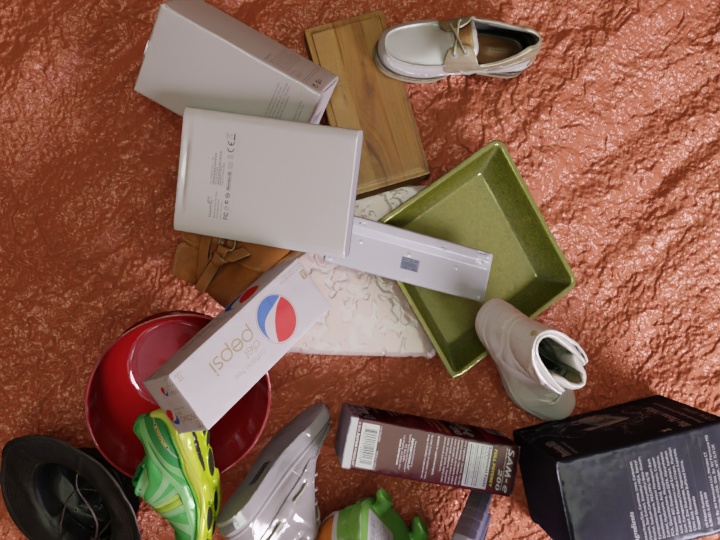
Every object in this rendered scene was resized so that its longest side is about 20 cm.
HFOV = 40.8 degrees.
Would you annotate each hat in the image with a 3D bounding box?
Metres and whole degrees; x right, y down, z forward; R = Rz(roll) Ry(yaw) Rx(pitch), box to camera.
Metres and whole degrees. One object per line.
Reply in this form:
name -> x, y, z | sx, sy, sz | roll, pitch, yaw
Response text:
hat -> -0.307, 0.246, 1.087 | 0.197, 0.081, 0.204 | 13, 122, 22

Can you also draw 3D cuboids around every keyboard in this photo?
keyboard -> 0.056, -0.015, 1.072 | 0.196, 0.011, 0.057 | 14, 90, -18

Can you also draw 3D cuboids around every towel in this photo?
towel -> 0.000, 0.000, 1.144 | 0.187, 0.032, 0.205 | 1, 90, -4

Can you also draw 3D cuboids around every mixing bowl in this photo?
mixing bowl -> -0.205, 0.125, 1.077 | 0.196, 0.108, 0.204 | -5, 109, -14

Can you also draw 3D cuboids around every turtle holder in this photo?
turtle holder -> 0.012, 0.346, 1.111 | 0.130, 0.185, 0.143 | -28, 58, 20

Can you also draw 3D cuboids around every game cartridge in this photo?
game cartridge -> 0.109, 0.357, 1.090 | 0.038, 0.129, 0.204 | 17, 107, 17

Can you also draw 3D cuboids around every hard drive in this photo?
hard drive -> -0.101, -0.095, 1.034 | 0.196, 0.026, 0.135 | 9, 99, 13

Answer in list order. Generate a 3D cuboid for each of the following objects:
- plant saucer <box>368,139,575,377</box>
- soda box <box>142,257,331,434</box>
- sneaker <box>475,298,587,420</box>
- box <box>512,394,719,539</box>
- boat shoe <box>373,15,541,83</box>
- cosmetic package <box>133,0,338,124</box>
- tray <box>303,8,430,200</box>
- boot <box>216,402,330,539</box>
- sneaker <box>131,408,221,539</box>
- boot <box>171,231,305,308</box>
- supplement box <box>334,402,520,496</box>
plant saucer -> 0.126, -0.015, 1.126 | 0.198, 0.048, 0.202 | -34, 101, -16
soda box -> -0.121, 0.074, 0.982 | 0.200, 0.063, 0.069 | -45, 106, -36
sneaker -> 0.213, 0.123, 1.089 | 0.074, 0.115, 0.200 | -48, 125, -9
box -> 0.296, 0.229, 1.091 | 0.196, 0.197, 0.120 | -13, 91, -4
boat shoe -> 0.114, -0.261, 1.111 | 0.196, 0.068, 0.076 | -7, 83, -18
cosmetic package -> -0.138, -0.209, 1.076 | 0.198, 0.085, 0.109 | 31, 118, 1
tray -> 0.007, -0.192, 1.125 | 0.097, 0.037, 0.204 | -16, 84, -5
boot -> -0.076, 0.248, 1.093 | 0.096, 0.073, 0.200 | 52, 50, -14
sneaker -> -0.196, 0.228, 1.028 | 0.082, 0.074, 0.204 | 1, 115, 11
boot -> -0.121, -0.051, 1.091 | 0.152, 0.074, 0.203 | 23, 93, 9
supplement box -> 0.074, 0.205, 1.115 | 0.196, 0.109, 0.062 | 11, 89, -6
